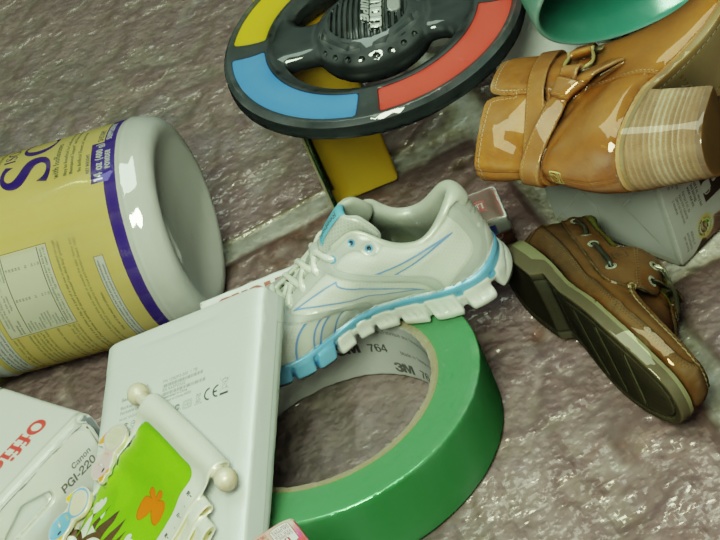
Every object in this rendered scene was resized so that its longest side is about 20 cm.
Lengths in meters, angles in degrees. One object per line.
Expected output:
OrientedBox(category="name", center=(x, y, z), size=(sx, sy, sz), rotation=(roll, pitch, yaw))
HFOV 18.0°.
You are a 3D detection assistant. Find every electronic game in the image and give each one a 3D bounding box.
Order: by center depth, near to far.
OrientedBox(category="electronic game", center=(0.008, -0.153, 1.447), size=(0.199, 0.042, 0.200), rotation=(-12, 40, 11))

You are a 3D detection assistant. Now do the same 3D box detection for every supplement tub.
OrientedBox(category="supplement tub", center=(-0.205, -0.011, 1.510), size=(0.199, 0.146, 0.146), rotation=(-15, 36, 13))

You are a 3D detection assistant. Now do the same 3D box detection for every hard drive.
OrientedBox(category="hard drive", center=(-0.103, 0.119, 1.297), size=(0.132, 0.026, 0.201), rotation=(-22, 53, 36))

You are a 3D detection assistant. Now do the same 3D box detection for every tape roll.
OrientedBox(category="tape roll", center=(-0.016, 0.094, 1.347), size=(0.200, 0.048, 0.201), rotation=(-16, 36, 12))

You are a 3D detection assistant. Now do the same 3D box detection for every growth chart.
OrientedBox(category="growth chart", center=(-0.142, 0.168, 1.275), size=(0.145, 0.018, 0.200), rotation=(22, 82, 51))

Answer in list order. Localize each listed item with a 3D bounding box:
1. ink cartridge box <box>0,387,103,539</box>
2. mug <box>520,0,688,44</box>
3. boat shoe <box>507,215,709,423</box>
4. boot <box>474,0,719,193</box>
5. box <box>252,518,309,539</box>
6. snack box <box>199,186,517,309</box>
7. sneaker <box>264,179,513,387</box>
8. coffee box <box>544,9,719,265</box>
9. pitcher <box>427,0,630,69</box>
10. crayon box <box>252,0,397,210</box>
OrientedBox(category="ink cartridge box", center=(-0.259, 0.143, 1.397), size=(0.200, 0.085, 0.146), rotation=(11, 48, 42))
OrientedBox(category="mug", center=(0.157, -0.225, 1.404), size=(0.152, 0.185, 0.115), rotation=(-28, 71, 11))
OrientedBox(category="boat shoe", center=(0.152, 0.017, 1.322), size=(0.068, 0.072, 0.200), rotation=(-32, 36, -9))
OrientedBox(category="boot", center=(0.163, -0.121, 1.369), size=(0.155, 0.077, 0.200), rotation=(-2, 51, 33))
OrientedBox(category="box", center=(-0.083, 0.233, 1.161), size=(0.200, 0.100, 0.095), rotation=(-31, 35, -10))
OrientedBox(category="snack box", center=(0.000, 0.000, 1.439), size=(0.199, 0.072, 0.024), rotation=(-22, 75, 5))
OrientedBox(category="sneaker", center=(-0.015, 0.000, 1.351), size=(0.199, 0.087, 0.075), rotation=(-24, 37, 5))
OrientedBox(category="coffee box", center=(0.216, -0.106, 1.435), size=(0.200, 0.080, 0.113), rotation=(-42, 40, -22))
OrientedBox(category="pitcher", center=(0.137, -0.203, 1.549), size=(0.200, 0.121, 0.172), rotation=(28, 90, 47))
OrientedBox(category="crayon box", center=(-0.028, -0.136, 1.583), size=(0.051, 0.126, 0.200), rotation=(-22, 36, 3))
